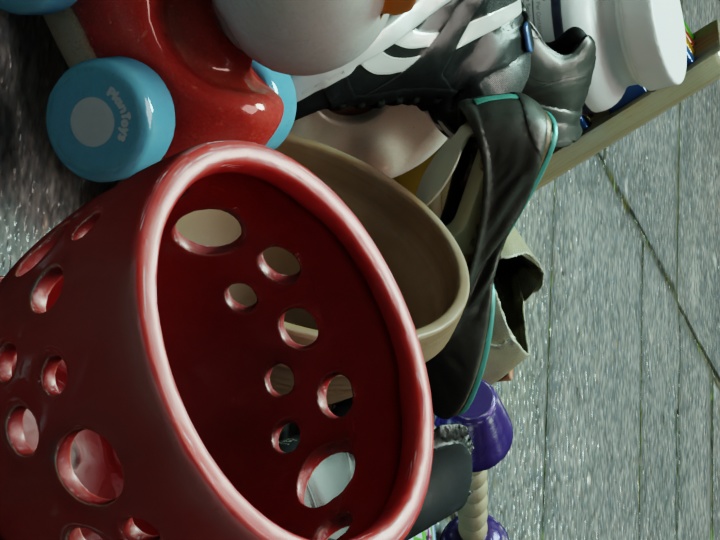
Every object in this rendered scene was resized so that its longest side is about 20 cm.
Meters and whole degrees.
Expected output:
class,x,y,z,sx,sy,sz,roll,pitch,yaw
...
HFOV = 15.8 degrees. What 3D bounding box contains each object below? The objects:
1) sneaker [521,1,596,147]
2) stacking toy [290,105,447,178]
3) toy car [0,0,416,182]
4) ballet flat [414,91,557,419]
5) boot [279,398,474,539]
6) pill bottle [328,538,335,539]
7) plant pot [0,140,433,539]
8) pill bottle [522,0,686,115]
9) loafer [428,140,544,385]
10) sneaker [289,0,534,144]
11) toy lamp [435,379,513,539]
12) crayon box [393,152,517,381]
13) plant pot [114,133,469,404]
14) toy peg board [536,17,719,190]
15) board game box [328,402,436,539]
class,x,y,z,sx,sy,sz,roll,pitch,yaw
sneaker,0.070,-0.149,1.758,0.076,0.199,0.091,50,-55,58
stacking toy,-0.012,-0.162,1.634,0.201,0.145,0.147,-98,167,-52
toy car,-0.058,-0.153,1.321,0.178,0.199,0.184,64,23,5
ballet flat,0.052,-0.012,1.501,0.068,0.068,0.201,41,-62,60
boot,0.013,0.168,1.539,0.168,0.076,0.201,-27,103,-45
pill bottle,-0.065,0.180,1.354,0.200,0.106,0.107,29,56,-65
plant pot,-0.094,0.061,1.174,0.200,0.182,0.202,30,50,-43
pill bottle,0.127,-0.164,1.860,0.116,0.199,0.117,-8,90,-69
loafer,0.088,-0.009,1.742,0.076,0.068,0.201,43,43,-53
sneaker,0.024,-0.104,1.492,0.199,0.073,0.112,-34,117,-21
toy lamp,0.076,0.139,1.733,0.200,0.058,0.059,82,12,-54
crayon box,0.059,-0.022,1.840,0.200,0.050,0.128,55,34,-50
plant pot,-0.049,0.012,1.416,0.201,0.200,0.093,-61,175,-58
toy peg board,0.174,-0.155,1.984,0.098,0.199,0.199,57,13,-6
board game box,0.008,0.145,1.659,0.151,0.036,0.201,20,65,-68
